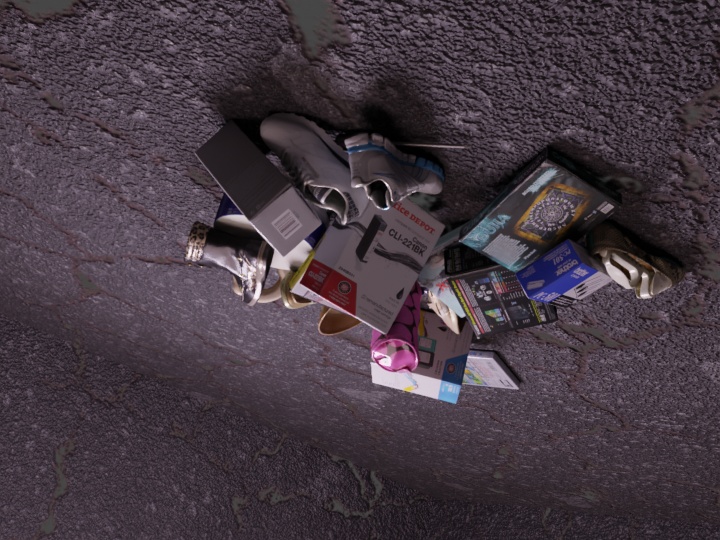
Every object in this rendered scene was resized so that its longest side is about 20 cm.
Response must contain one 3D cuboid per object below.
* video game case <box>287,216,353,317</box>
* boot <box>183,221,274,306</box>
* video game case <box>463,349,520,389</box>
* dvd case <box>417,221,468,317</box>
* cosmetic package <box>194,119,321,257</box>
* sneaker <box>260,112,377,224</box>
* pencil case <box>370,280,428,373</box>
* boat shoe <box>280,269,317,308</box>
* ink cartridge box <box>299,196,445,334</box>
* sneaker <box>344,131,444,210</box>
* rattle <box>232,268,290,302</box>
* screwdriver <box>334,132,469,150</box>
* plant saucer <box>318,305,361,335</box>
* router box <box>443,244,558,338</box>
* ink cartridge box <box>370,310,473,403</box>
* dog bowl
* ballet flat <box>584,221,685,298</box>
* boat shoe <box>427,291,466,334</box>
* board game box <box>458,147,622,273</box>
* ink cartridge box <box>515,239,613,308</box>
[{"bbox_3d":[0.000,0.000,1.333,0.199,0.026,0.181,24,117,-30],"label":"video game case"},{"bbox_3d":[-0.240,-0.013,1.360,0.149,0.074,0.200,18,153,-6],"label":"boot"},{"bbox_3d":[0.276,0.239,1.836,0.180,0.022,0.200,1,153,32],"label":"video game case"},{"bbox_3d":[0.183,0.003,1.305,0.145,0.022,0.200,-28,134,25],"label":"dvd case"},{"bbox_3d":[-0.155,-0.125,1.119,0.200,0.090,0.107,51,-179,37],"label":"cosmetic package"},{"bbox_3d":[-0.071,-0.150,1.079,0.199,0.081,0.077,36,147,7],"label":"sneaker"},{"bbox_3d":[0.067,0.090,1.268,0.090,0.201,0.095,-9,121,15],"label":"pencil case"},{"bbox_3d":[-0.077,0.022,1.435,0.063,0.074,0.200,-12,-177,34],"label":"boat shoe"},{"bbox_3d":[0.020,-0.026,1.175,0.144,0.202,0.084,31,176,-29],"label":"ink cartridge box"},{"bbox_3d":[0.047,-0.124,1.063,0.074,0.088,0.199,-7,166,42],"label":"sneaker"},{"bbox_3d":[-0.176,-0.001,1.556,0.198,0.132,0.143,-3,177,-24],"label":"rattle"},{"bbox_3d":[0.057,-0.182,1.058,0.197,0.029,0.028,1,153,19],"label":"screwdriver"},{"bbox_3d":[-0.005,0.054,1.476,0.036,0.199,0.201,56,167,21],"label":"plant saucer"},{"bbox_3d":[0.239,0.027,1.265,0.148,0.063,0.201,-14,140,18],"label":"router box"},{"bbox_3d":[0.134,0.182,1.645,0.197,0.148,0.146,13,157,8],"label":"ink cartridge box"},{"bbox_3d":[-0.160,-0.081,1.349,0.198,0.080,0.201,14,157,6],"label":"dog bowl"},{"bbox_3d":[0.415,-0.001,1.138,0.199,0.076,0.068,27,146,-23],"label":"ballet flat"},{"bbox_3d":[0.163,0.052,1.441,0.064,0.073,0.201,11,151,26],"label":"boat shoe"},{"bbox_3d":[0.251,-0.075,1.071,0.134,0.028,0.200,28,137,-17],"label":"board game box"},{"bbox_3d":[0.313,0.010,1.135,0.094,0.045,0.199,-36,157,23],"label":"ink cartridge box"}]
